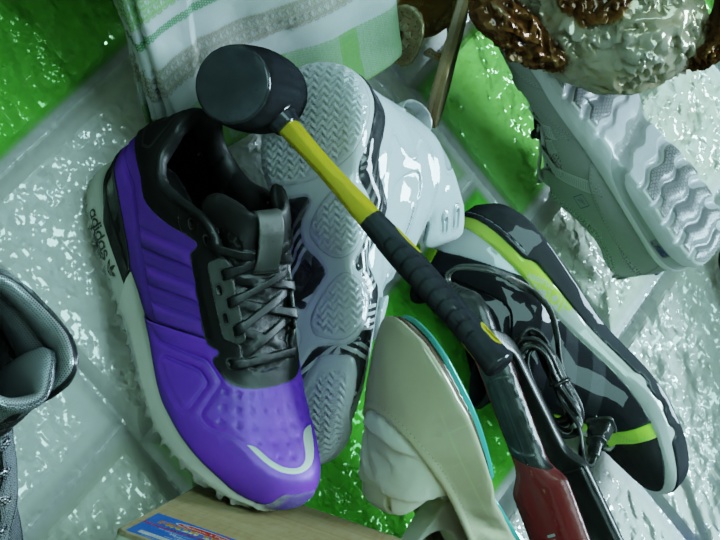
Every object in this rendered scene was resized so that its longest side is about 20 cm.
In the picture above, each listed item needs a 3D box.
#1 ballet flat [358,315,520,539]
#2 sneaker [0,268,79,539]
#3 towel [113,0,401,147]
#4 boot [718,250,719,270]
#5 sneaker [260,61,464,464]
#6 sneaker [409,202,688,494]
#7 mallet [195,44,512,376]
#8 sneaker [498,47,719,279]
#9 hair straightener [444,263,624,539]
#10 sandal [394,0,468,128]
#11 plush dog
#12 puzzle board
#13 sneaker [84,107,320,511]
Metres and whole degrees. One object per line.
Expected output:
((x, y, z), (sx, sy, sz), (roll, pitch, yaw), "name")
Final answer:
((0.037, 0.113, 1.089), (0.070, 0.069, 0.200), (-56, 134, -38), "ballet flat")
((-0.166, 0.078, 0.927), (0.075, 0.114, 0.201), (-20, 98, -40), "sneaker")
((-0.047, -0.142, 1.058), (0.149, 0.200, 0.031), (-27, 52, -14), "towel")
((0.324, 0.038, 1.388), (0.200, 0.064, 0.187), (-16, 84, -46), "boot")
((0.000, 0.000, 1.125), (0.115, 0.075, 0.201), (6, 88, -57), "sneaker")
((0.095, 0.056, 1.205), (0.083, 0.072, 0.200), (-41, 100, -15), "sneaker")
((-0.003, -0.030, 1.025), (0.200, 0.041, 0.066), (50, 12, 19), "mallet")
((0.118, -0.076, 1.249), (0.075, 0.082, 0.201), (-35, 95, -45), "sneaker")
((0.097, 0.086, 1.151), (0.077, 0.041, 0.201), (-22, 85, -53), "hair straightener")
((0.033, -0.164, 1.245), (0.069, 0.078, 0.212), (16, 50, 3), "sandal")
((0.126, -0.176, 1.187), (0.199, 0.161, 0.173), (-5, 75, -11), "plush dog")
((0.003, 0.141, 0.987), (0.151, 0.199, 0.017), (-17, 124, -77), "puzzle board")
((-0.062, 0.012, 1.038), (0.069, 0.099, 0.201), (-9, 65, -43), "sneaker")
